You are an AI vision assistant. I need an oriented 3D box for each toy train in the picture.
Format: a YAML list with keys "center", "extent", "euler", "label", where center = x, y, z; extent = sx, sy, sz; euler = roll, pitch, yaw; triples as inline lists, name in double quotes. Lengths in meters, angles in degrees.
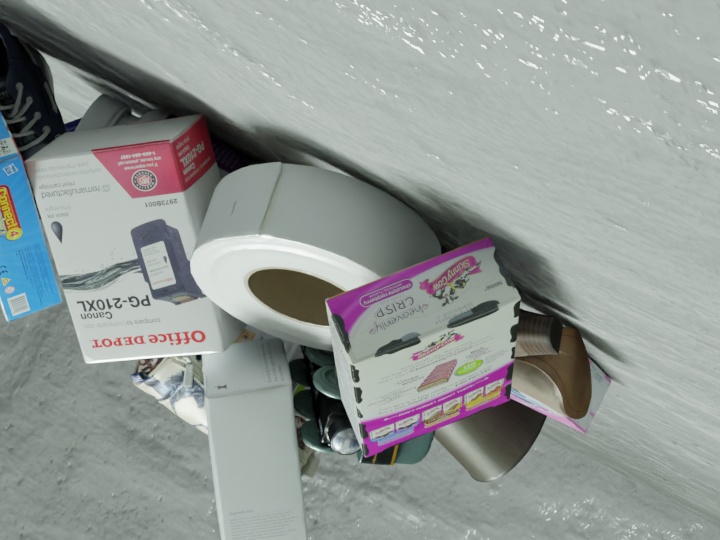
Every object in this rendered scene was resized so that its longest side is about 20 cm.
- center: [-0.001, 0.102, 1.328]
  extent: [0.114, 0.085, 0.200]
  euler: [7, -153, -14]
  label: "toy train"

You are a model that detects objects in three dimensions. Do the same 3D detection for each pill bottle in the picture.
- center: [-0.175, -0.083, 1.379]
  extent: [0.200, 0.112, 0.111]
  euler: [30, 175, 0]
  label: "pill bottle"

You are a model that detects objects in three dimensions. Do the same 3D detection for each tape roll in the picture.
- center: [-0.037, -0.006, 1.209]
  extent: [0.202, 0.071, 0.203]
  euler: [14, 155, 7]
  label: "tape roll"

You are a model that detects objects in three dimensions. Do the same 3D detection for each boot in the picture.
- center: [0.122, 0.075, 1.333]
  extent: [0.146, 0.070, 0.200]
  euler: [4, 151, 25]
  label: "boot"
- center: [-0.327, -0.142, 1.409]
  extent: [0.200, 0.073, 0.090]
  euler: [67, -172, 21]
  label: "boot"

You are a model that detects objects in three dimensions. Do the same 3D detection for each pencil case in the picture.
- center: [-0.128, 0.132, 1.414]
  extent: [0.200, 0.078, 0.089]
  euler: [41, 172, -17]
  label: "pencil case"

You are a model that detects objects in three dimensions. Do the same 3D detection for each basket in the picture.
- center: [0.100, 0.113, 1.652]
  extent: [0.200, 0.180, 0.136]
  euler: [39, 133, -22]
  label: "basket"

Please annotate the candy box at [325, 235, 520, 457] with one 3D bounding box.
- center: [0.050, 0.065, 1.148]
  extent: [0.200, 0.136, 0.061]
  euler: [85, 162, -63]
  label: "candy box"

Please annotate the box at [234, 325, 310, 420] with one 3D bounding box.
- center: [-0.112, 0.065, 1.520]
  extent: [0.200, 0.113, 0.101]
  euler: [19, 159, 36]
  label: "box"

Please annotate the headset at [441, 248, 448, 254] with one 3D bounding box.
- center: [0.000, 0.000, 1.340]
  extent: [0.200, 0.094, 0.123]
  euler: [10, 164, 38]
  label: "headset"

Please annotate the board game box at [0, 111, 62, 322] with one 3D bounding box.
- center: [-0.347, -0.090, 1.342]
  extent: [0.200, 0.056, 0.196]
  euler: [88, 156, -50]
  label: "board game box"

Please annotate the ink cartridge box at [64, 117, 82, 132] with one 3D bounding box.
- center: [-0.220, -0.092, 1.463]
  extent: [0.200, 0.095, 0.037]
  euler: [49, 141, 18]
  label: "ink cartridge box"

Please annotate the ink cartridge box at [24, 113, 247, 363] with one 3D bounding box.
- center: [-0.192, -0.025, 1.298]
  extent: [0.145, 0.200, 0.084]
  euler: [-6, -158, 19]
  label: "ink cartridge box"

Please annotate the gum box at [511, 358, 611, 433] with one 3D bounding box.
- center: [0.172, 0.096, 1.492]
  extent: [0.113, 0.066, 0.200]
  euler: [25, 174, 27]
  label: "gum box"

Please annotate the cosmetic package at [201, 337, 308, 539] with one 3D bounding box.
- center: [-0.096, 0.175, 1.332]
  extent: [0.081, 0.200, 0.113]
  euler: [-6, -158, -7]
  label: "cosmetic package"
